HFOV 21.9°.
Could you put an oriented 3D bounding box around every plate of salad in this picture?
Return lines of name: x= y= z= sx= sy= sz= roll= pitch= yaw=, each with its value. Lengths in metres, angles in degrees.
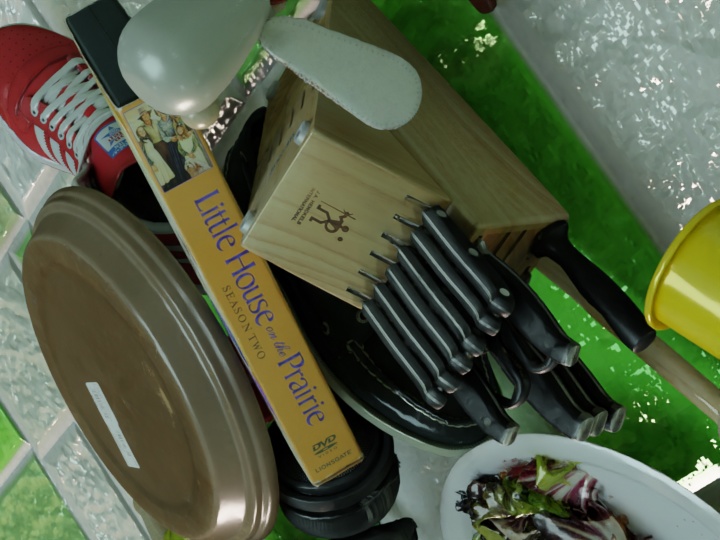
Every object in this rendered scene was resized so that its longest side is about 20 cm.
plate of salad: x=0.114 y=0.160 z=0.850 sx=0.199 sy=0.048 sz=0.201 roll=27 pitch=140 yaw=24

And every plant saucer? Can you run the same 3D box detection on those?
plant saucer: x=-0.110 y=0.054 z=0.919 sx=0.200 sy=0.029 sz=0.201 roll=41 pitch=148 yaw=32

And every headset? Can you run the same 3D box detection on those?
headset: x=0.008 y=0.121 z=0.920 sx=0.200 sy=0.093 sz=0.124 roll=-102 pitch=-4 yaw=-69

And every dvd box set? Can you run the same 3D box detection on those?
dvd box set: x=-0.067 y=-0.017 z=0.837 sx=0.201 sy=0.029 sz=0.146 roll=65 pitch=174 yaw=-27

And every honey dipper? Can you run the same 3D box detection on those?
honey dipper: x=0.100 y=0.010 z=0.803 sx=0.200 sy=0.038 sz=0.038 roll=41 pitch=140 yaw=25

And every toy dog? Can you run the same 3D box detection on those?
toy dog: x=-0.003 y=-0.111 z=0.741 sx=0.132 sy=0.199 sz=0.097 roll=-120 pitch=11 yaw=-47

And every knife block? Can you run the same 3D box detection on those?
knife block: x=0.042 y=-0.019 z=0.785 sx=0.175 sy=0.200 sz=0.064 roll=28 pitch=119 yaw=-14

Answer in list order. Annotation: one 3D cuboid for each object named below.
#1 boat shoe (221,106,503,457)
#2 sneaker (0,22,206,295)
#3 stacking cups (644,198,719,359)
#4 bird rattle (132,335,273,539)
boat shoe: x=0.002 y=-0.001 z=0.883 sx=0.200 sy=0.074 sz=0.066 roll=56 pitch=157 yaw=23
sneaker: x=-0.139 y=-0.075 z=0.973 sx=0.200 sy=0.071 sz=0.113 roll=42 pitch=175 yaw=15
stacking cups: x=0.198 y=0.049 z=0.684 sx=0.200 sy=0.060 sz=0.061 roll=38 pitch=138 yaw=30
bird rattle: x=-0.106 y=0.110 z=1.078 sx=0.163 sy=0.112 sz=0.201 roll=32 pitch=135 yaw=58
